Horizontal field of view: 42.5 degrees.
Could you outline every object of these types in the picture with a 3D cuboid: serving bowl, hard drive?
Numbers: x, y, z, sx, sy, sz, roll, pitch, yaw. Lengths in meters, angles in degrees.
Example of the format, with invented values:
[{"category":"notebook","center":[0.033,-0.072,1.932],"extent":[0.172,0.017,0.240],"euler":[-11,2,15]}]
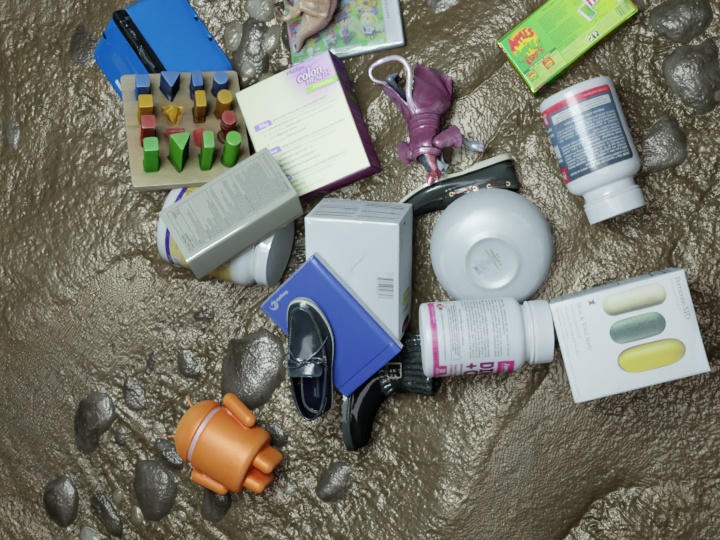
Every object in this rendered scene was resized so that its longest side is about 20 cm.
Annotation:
[{"category":"serving bowl","center":[0.205,-0.022,1.452],"extent":[0.196,0.066,0.204],"euler":[3,111,7]},{"category":"hard drive","center":[-0.046,0.087,1.451],"extent":[0.200,0.025,0.132],"euler":[46,115,-5]}]

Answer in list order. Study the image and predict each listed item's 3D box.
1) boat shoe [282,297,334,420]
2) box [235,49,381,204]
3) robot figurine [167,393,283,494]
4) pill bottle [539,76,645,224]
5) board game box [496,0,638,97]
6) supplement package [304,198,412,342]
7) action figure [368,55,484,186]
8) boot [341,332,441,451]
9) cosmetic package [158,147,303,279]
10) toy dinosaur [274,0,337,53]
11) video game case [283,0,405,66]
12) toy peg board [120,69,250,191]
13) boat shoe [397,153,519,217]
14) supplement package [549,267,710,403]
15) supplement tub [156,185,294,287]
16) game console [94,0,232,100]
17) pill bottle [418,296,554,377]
[{"category":"boat shoe","center":[-0.080,0.141,1.434],"extent":[0.073,0.062,0.204],"euler":[1,110,17]},{"category":"box","center":[-0.085,-0.229,1.532],"extent":[0.173,0.097,0.203],"euler":[-22,87,13]},{"category":"robot figurine","center":[-0.230,0.295,1.569],"extent":[0.197,0.117,0.145],"euler":[28,141,11]},{"category":"pill bottle","center":[0.360,-0.181,1.416],"extent":[0.118,0.119,0.204],"euler":[-20,87,13]},{"category":"board game box","center":[0.324,-0.379,1.457],"extent":[0.199,0.048,0.102],"euler":[-38,83,11]},{"category":"supplement package","center":[0.000,0.000,1.482],"extent":[0.152,0.111,0.204],"euler":[5,111,13]},{"category":"action figure","center":[0.105,-0.233,1.459],"extent":[0.132,0.148,0.204],"euler":[-19,62,25]},{"category":"boot","center":[0.052,0.199,1.518],"extent":[0.154,0.079,0.216],"euler":[7,92,13]},{"category":"cosmetic package","center":[-0.198,-0.089,1.434],"extent":[0.198,0.073,0.104],"euler":[-32,68,-7]},{"category":"toy dinosaur","center":[-0.062,-0.454,1.509],"extent":[0.133,0.086,0.204],"euler":[12,99,5]},{"category":"video game case","center":[-0.033,-0.451,1.552],"extent":[0.196,0.022,0.186],"euler":[-8,89,13]},{"category":"toy peg board","center":[-0.280,-0.248,1.499],"extent":[0.196,0.098,0.203],"euler":[-6,73,-16]},{"category":"boat shoe","center":[0.157,-0.123,1.488],"extent":[0.198,0.074,0.064],"euler":[-19,79,8]},{"category":"supplement package","center":[0.400,0.094,1.397],"extent":[0.196,0.150,0.155],"euler":[-15,87,13]},{"category":"supplement tub","center":[-0.223,-0.059,1.543],"extent":[0.196,0.145,0.148],"euler":[16,95,12]},{"category":"game console","center":[-0.350,-0.366,1.631],"extent":[0.202,0.118,0.170],"euler":[55,133,7]},{"category":"pill bottle","center":[0.191,0.100,1.421],"extent":[0.195,0.113,0.116],"euler":[-5,90,1]}]
